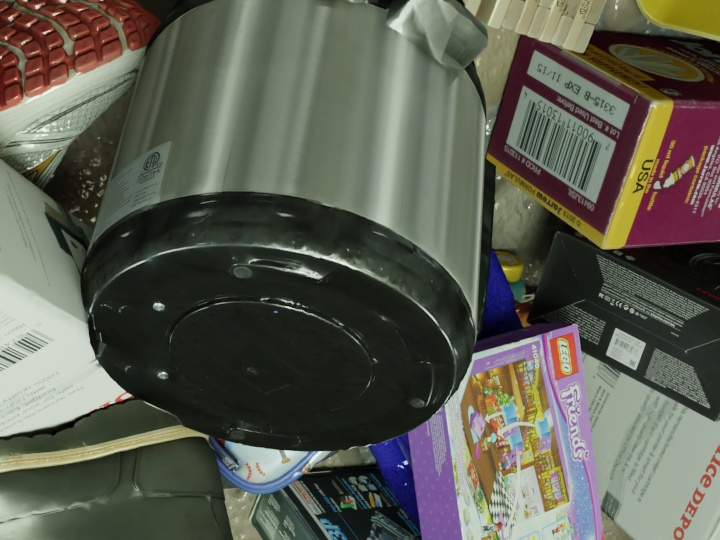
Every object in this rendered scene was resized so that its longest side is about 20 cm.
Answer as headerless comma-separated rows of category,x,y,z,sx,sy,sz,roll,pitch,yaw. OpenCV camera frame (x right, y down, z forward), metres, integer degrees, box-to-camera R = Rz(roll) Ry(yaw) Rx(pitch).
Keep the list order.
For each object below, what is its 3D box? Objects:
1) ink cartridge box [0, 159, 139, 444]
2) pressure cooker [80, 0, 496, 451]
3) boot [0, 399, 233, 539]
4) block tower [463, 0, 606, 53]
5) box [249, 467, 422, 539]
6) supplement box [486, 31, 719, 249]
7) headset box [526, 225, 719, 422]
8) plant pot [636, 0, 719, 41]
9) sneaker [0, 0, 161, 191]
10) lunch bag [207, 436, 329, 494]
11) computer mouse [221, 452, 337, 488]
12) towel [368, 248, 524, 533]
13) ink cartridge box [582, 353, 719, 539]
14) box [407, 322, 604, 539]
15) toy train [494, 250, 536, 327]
ink cartridge box,-0.192,0.029,0.565,0.145,0.085,0.200,-27,161,3
pressure cooker,-0.026,-0.042,0.563,0.173,0.202,0.180,1,144,8
boot,-0.148,0.153,0.597,0.198,0.140,0.078,-19,160,-18
block tower,0.055,-0.166,0.659,0.198,0.058,0.055,4,116,-40
box,0.036,0.217,0.862,0.157,0.200,0.046,3,120,-39
supplement box,0.206,-0.092,0.840,0.198,0.131,0.104,-4,121,-36
headset box,0.233,0.014,0.886,0.199,0.148,0.078,-22,134,-52
plant pot,0.269,-0.263,0.745,0.177,0.199,0.200,-53,136,-12
sneaker,-0.180,-0.066,0.608,0.199,0.078,0.082,-34,141,-4
lunch bag,-0.045,0.018,0.702,0.200,0.161,0.076,-42,179,5
computer mouse,-0.060,0.109,0.822,0.198,0.053,0.140,-26,130,-22
towel,0.068,0.086,0.819,0.147,0.049,0.201,-42,126,-21
ink cartridge box,0.233,0.120,0.952,0.083,0.200,0.146,5,116,-38
box,0.095,0.144,0.775,0.136,0.039,0.203,-10,94,-43
toy train,0.105,0.077,0.919,0.151,0.055,0.200,-50,136,-6
